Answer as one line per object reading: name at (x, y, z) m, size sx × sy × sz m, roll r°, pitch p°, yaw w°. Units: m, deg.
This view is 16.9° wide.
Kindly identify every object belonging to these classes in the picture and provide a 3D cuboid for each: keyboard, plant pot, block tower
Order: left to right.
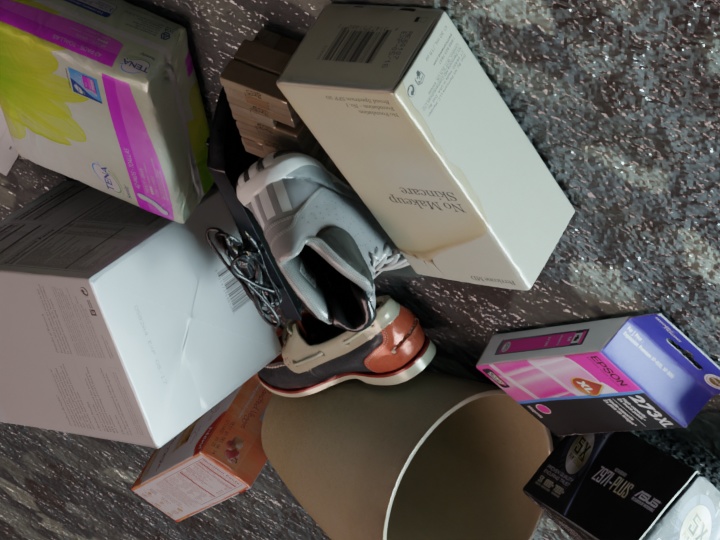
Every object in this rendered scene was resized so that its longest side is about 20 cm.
keyboard at (-0.085, -0.036, 1.757) m, size 0.040 × 0.104 × 0.200 m, roll -6°, pitch 143°, yaw 16°
block tower at (-0.043, -0.087, 1.674) m, size 0.058 × 0.054 × 0.200 m, roll 23°, pitch 156°, yaw 20°
plant pot at (0.018, 0.151, 1.942) m, size 0.200 × 0.187 × 0.187 m, roll 23°, pitch 157°, yaw 42°

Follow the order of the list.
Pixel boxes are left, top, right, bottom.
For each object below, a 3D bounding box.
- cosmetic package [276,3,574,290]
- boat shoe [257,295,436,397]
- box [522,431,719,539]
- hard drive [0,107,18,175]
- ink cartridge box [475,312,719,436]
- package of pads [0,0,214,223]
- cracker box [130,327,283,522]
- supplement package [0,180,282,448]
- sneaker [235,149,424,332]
cosmetic package at (0.044, -0.079, 1.565) m, size 0.104 × 0.073 × 0.200 m, roll 8°, pitch 146°, yaw 41°
boat shoe at (-0.024, 0.055, 1.911) m, size 0.200 × 0.071 × 0.063 m, roll -6°, pitch 131°, yaw 51°
box at (0.244, 0.214, 1.827) m, size 0.200 × 0.086 × 0.164 m, roll 44°, pitch 174°, yaw -26°
hard drive at (-0.349, -0.157, 1.930) m, size 0.200 × 0.026 × 0.132 m, roll 33°, pitch 156°, yaw -7°
ink cartridge box at (0.178, 0.078, 1.764) m, size 0.095 × 0.037 × 0.200 m, roll 41°, pitch 152°, yaw -22°
package of pads at (-0.192, -0.127, 1.751) m, size 0.154 × 0.068 × 0.200 m, roll 23°, pitch 155°, yaw 17°
cracker box at (-0.116, 0.135, 2.095) m, size 0.058 × 0.134 × 0.200 m, roll 37°, pitch 155°, yaw -11°
supplement package at (-0.199, 0.029, 1.914) m, size 0.200 × 0.151 × 0.152 m, roll 5°, pitch 122°, yaw 45°
sneaker at (0.000, 0.000, 1.648) m, size 0.075 × 0.116 × 0.200 m, roll -39°, pitch 142°, yaw 28°
